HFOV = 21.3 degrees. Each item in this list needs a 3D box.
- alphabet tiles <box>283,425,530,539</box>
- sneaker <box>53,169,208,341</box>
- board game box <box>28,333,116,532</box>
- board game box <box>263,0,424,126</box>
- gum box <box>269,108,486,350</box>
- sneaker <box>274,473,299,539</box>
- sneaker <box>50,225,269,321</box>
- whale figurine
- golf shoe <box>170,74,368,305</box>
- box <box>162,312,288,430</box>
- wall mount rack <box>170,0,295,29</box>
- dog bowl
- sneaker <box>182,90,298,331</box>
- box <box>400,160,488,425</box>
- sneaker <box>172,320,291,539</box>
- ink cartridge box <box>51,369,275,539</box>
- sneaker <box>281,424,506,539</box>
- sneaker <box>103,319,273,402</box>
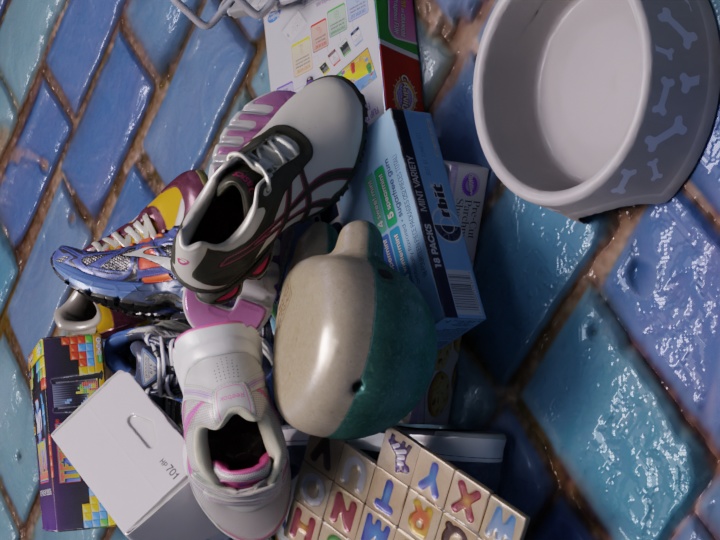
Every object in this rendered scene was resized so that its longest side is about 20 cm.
[{"bbox_3d":[0.024,0.198,1.376,0.200,0.008,0.168,31,118,35],"label":"alphabet tiles"},{"bbox_3d":[-0.194,-0.009,1.659,0.200,0.090,0.075,-58,44,33],"label":"sneaker"},{"bbox_3d":[-0.259,0.148,1.704,0.200,0.056,0.166,149,117,-75],"label":"board game box"},{"bbox_3d":[-0.013,-0.139,1.552,0.153,0.040,0.201,-19,72,50],"label":"board game box"},{"bbox_3d":[0.000,0.000,1.456,0.200,0.044,0.171,-37,59,44],"label":"gum box"},{"bbox_3d":[-0.012,0.238,1.492,0.088,0.075,0.201,-45,54,39],"label":"sneaker"},{"bbox_3d":[-0.162,-0.001,1.596,0.199,0.075,0.079,7,76,14],"label":"sneaker"},{"bbox_3d":[-0.006,0.039,1.367,0.200,0.103,0.160,-113,39,-65],"label":"whale figurine"},{"bbox_3d":[-0.062,-0.065,1.383,0.077,0.088,0.200,33,76,13],"label":"golf shoe"},{"bbox_3d":[-0.113,0.060,1.658,0.161,0.049,0.201,-6,82,54],"label":"box"},{"bbox_3d":[-0.074,-0.283,1.605,0.174,0.075,0.200,-53,22,-15],"label":"wall mount rack"},{"bbox_3d":[0.155,-0.130,1.323,0.200,0.058,0.201,-8,80,52],"label":"dog bowl"},{"bbox_3d":[-0.080,-0.039,1.470,0.088,0.080,0.201,65,-138,-80],"label":"sneaker"},{"bbox_3d":[0.056,0.017,1.451,0.039,0.041,0.201,17,99,52],"label":"box"},{"bbox_3d":[-0.092,0.135,1.380,0.088,0.081,0.201,-105,2,-48],"label":"sneaker"},{"bbox_3d":[-0.143,0.194,1.560,0.086,0.200,0.146,-42,45,-4],"label":"ink cartridge box"},{"bbox_3d":[0.011,0.186,1.437,0.202,0.077,0.147,3,91,34],"label":"sneaker"},{"bbox_3d":[-0.145,0.085,1.590,0.200,0.085,0.077,7,93,51],"label":"sneaker"}]
